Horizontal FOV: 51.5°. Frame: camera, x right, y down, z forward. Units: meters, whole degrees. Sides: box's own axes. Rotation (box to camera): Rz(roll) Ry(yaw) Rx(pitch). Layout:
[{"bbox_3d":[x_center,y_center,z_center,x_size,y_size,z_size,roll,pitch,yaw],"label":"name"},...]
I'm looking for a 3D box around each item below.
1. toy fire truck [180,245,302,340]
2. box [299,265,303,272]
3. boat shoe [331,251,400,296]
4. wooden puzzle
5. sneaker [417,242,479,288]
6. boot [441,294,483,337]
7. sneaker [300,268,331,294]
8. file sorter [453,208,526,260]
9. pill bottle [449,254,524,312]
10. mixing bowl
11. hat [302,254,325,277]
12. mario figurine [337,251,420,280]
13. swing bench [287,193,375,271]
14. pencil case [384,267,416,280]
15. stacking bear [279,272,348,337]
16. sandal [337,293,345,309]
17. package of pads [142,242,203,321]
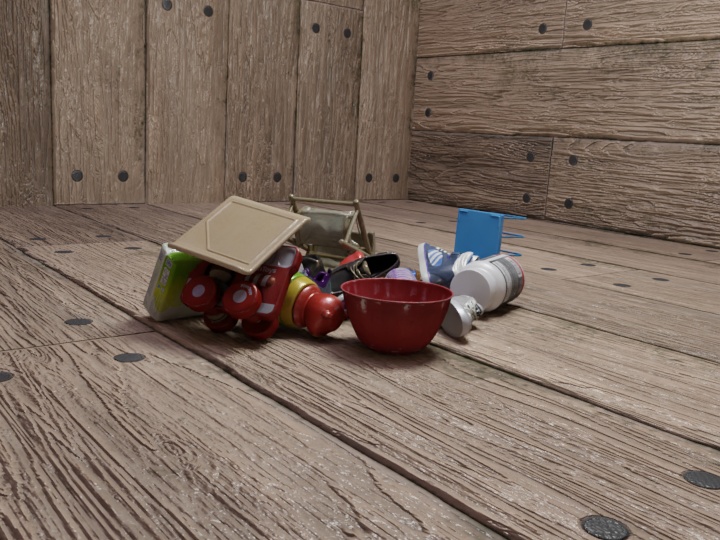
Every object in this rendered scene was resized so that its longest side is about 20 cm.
[{"bbox_3d":[-0.216,0.021,1.341,0.200,0.168,0.112,8,-27,22],"label":"toy fire truck"},{"bbox_3d":[-0.160,-0.012,1.557,0.039,0.042,0.200,-21,-14,7],"label":"box"},{"bbox_3d":[0.000,0.000,1.699,0.200,0.075,0.073,-25,-13,-17],"label":"boat shoe"},{"bbox_3d":[-0.216,-0.063,1.348,0.185,0.037,0.200,18,41,28],"label":"wooden puzzle"},{"bbox_3d":[0.222,-0.017,1.856,0.146,0.081,0.200,-13,28,9],"label":"sneaker"},{"bbox_3d":[0.202,0.080,1.481,0.095,0.074,0.200,-7,12,-14],"label":"boot"},{"bbox_3d":[-0.146,0.039,1.565,0.200,0.088,0.074,-6,14,-40],"label":"sneaker"},{"bbox_3d":[0.325,-0.048,1.873,0.122,0.201,0.139,-3,12,-41],"label":"file sorter"},{"bbox_3d":[0.281,0.031,1.663,0.116,0.116,0.200,9,12,30],"label":"pill bottle"},{"bbox_3d":[0.062,0.084,1.328,0.200,0.109,0.200,3,11,-1],"label":"mixing bowl"},{"bbox_3d":[-0.128,0.002,1.789,0.200,0.081,0.201,4,10,-1],"label":"hat"},{"bbox_3d":[0.036,0.025,1.804,0.200,0.106,0.123,10,-30,-17],"label":"mario figurine"},{"bbox_3d":[-0.081,-0.082,1.906,0.198,0.130,0.200,8,-26,24],"label":"swing bench"},{"bbox_3d":[0.088,0.049,1.612,0.085,0.084,0.200,-35,7,4],"label":"pencil case"},{"bbox_3d":[-0.119,0.063,1.397,0.200,0.114,0.121,19,-1,30],"label":"stacking bear"},{"bbox_3d":[0.000,0.065,1.560,0.050,0.082,0.203,52,25,13],"label":"sandal"},{"bbox_3d":[-0.313,0.017,1.459,0.200,0.155,0.068,-7,43,-45],"label":"package of pads"}]
